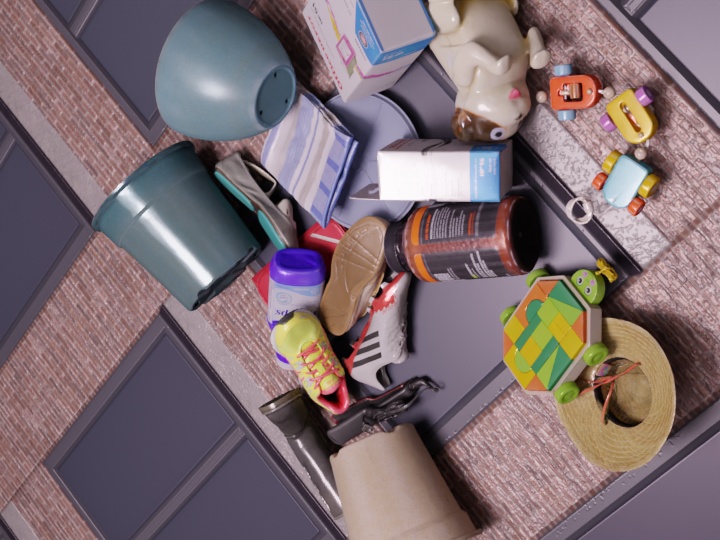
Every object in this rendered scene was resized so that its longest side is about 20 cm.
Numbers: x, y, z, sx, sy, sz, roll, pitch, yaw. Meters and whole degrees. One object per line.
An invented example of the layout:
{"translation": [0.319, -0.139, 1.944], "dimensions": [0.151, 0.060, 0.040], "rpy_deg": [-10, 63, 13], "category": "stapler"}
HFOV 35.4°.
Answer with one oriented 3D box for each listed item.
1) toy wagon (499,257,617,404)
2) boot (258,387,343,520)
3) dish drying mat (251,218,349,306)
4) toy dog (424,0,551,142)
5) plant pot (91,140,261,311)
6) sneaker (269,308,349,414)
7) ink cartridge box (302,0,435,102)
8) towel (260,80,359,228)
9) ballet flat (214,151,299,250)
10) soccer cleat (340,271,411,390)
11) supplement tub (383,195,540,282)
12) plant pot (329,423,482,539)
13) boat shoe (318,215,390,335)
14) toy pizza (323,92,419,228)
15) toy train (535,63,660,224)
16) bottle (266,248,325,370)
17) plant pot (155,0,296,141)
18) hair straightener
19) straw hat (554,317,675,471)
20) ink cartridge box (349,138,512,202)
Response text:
{"translation": [0.257, 0.066, 1.459], "dimensions": [0.200, 0.039, 0.155], "rpy_deg": [-60, 44, 30], "category": "toy wagon"}
{"translation": [-0.072, 0.278, 1.691], "dimensions": [0.072, 0.182, 0.201], "rpy_deg": [-26, 80, 5], "category": "boot"}
{"translation": [-0.085, -0.009, 1.705], "dimensions": [0.200, 0.018, 0.077], "rpy_deg": [-38, 82, 33], "category": "dish drying mat"}
{"translation": [0.148, -0.261, 1.429], "dimensions": [0.194, 0.139, 0.201], "rpy_deg": [-13, 96, 50], "category": "toy dog"}
{"translation": [-0.267, -0.058, 1.715], "dimensions": [0.196, 0.200, 0.200], "rpy_deg": [48, 122, 3], "category": "plant pot"}
{"translation": [-0.061, 0.135, 1.639], "dimensions": [0.090, 0.078, 0.200], "rpy_deg": [45, 168, 45], "category": "sneaker"}
{"translation": [0.006, -0.322, 1.469], "dimensions": [0.145, 0.084, 0.200], "rpy_deg": [66, 164, 3], "category": "ink cartridge box"}
{"translation": [-0.078, -0.171, 1.610], "dimensions": [0.200, 0.024, 0.147], "rpy_deg": [47, 126, 43], "category": "towel"}
{"translation": [-0.139, -0.101, 1.691], "dimensions": [0.064, 0.067, 0.200], "rpy_deg": [-38, 77, -13], "category": "ballet flat"}
{"translation": [0.042, 0.087, 1.626], "dimensions": [0.085, 0.069, 0.201], "rpy_deg": [33, 121, 11], "category": "soccer cleat"}
{"translation": [0.131, -0.040, 1.510], "dimensions": [0.199, 0.107, 0.107], "rpy_deg": [-4, 100, 32], "category": "supplement tub"}
{"translation": [0.049, 0.327, 1.620], "dimensions": [0.200, 0.200, 0.184], "rpy_deg": [-31, 73, 33], "category": "plant pot"}
{"translation": [0.000, 0.000, 1.624], "dimensions": [0.074, 0.069, 0.200], "rpy_deg": [37, 124, 18], "category": "boat shoe"}
{"translation": [0.006, -0.156, 1.604], "dimensions": [0.199, 0.032, 0.201], "rpy_deg": [8, 105, 31], "category": "toy pizza"}
{"translation": [0.304, -0.163, 1.407], "dimensions": [0.150, 0.056, 0.201], "rpy_deg": [-4, 99, 37], "category": "toy train"}
{"translation": [-0.098, 0.061, 1.678], "dimensions": [0.083, 0.065, 0.201], "rpy_deg": [3, 128, -5], "category": "bottle"}
{"translation": [-0.169, -0.265, 1.581], "dimensions": [0.134, 0.200, 0.201], "rpy_deg": [25, 114, 27], "category": "plant pot"}
{"translation": [0.031, 0.214, 1.658], "dimensions": [0.199, 0.077, 0.041], "rpy_deg": [-26, 117, 30], "category": "hair straightener"}
{"translation": [0.346, 0.154, 1.436], "dimensions": [0.201, 0.085, 0.202], "rpy_deg": [-8, 80, 52], "category": "straw hat"}
{"translation": [0.093, -0.133, 1.477], "dimensions": [0.199, 0.116, 0.068], "rpy_deg": [2, 104, 15], "category": "ink cartridge box"}
